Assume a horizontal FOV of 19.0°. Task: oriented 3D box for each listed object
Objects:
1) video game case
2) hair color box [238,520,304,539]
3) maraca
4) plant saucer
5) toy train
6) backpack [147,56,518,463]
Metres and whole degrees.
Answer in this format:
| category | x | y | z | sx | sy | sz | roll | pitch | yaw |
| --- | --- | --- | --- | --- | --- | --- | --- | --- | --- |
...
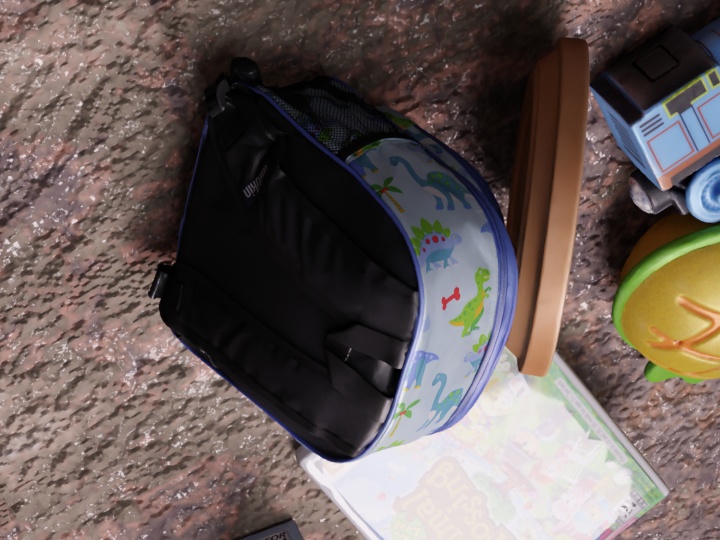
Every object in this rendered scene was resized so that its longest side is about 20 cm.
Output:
| category | x | y | z | sx | sy | sz | roll | pitch | yaw |
| --- | --- | --- | --- | --- | --- | --- | --- | --- | --- |
| video game case | 0.085 | 0.138 | 1.465 | 0.182 | 0.022 | 0.200 | -39 | 113 | 5 |
| hair color box | -0.031 | 0.274 | 1.432 | 0.060 | 0.200 | 0.100 | -19 | 131 | -12 |
| maraca | 0.238 | 0.024 | 1.445 | 0.136 | 0.108 | 0.200 | -15 | 150 | 7 |
| plant saucer | 0.107 | -0.038 | 1.278 | 0.032 | 0.201 | 0.202 | 7 | 125 | 2 |
| toy train | 0.246 | -0.117 | 1.356 | 0.199 | 0.087 | 0.115 | -33 | 126 | 0 |
| backpack | 0.000 | 0.000 | 1.240 | 0.146 | 0.200 | 0.184 | -9 | 128 | -41 |
